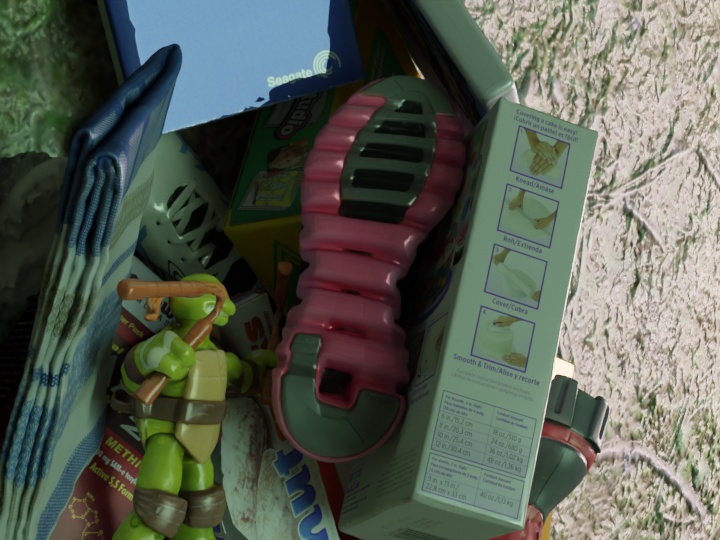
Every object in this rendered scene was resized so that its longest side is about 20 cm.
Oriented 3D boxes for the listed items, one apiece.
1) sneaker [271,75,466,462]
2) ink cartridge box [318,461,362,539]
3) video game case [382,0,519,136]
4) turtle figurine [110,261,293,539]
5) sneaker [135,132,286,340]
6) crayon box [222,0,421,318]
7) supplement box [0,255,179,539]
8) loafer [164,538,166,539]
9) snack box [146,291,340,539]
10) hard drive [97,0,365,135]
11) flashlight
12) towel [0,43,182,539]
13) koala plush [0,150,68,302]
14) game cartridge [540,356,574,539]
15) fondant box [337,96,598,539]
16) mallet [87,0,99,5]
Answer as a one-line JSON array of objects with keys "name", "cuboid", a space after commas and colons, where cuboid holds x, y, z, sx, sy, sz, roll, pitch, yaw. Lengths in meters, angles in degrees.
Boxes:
[{"name": "sneaker", "cuboid": [0.000, 0.000, 0.679, 0.095, 0.078, 0.201, 99, 7, -77]}, {"name": "ink cartridge box", "cuboid": [0.007, 0.137, 0.840, 0.200, 0.050, 0.163, 6, 63, -62]}, {"name": "video game case", "cuboid": [0.040, -0.140, 0.768, 0.023, 0.201, 0.182, -30, 159, 2]}, {"name": "turtle figurine", "cuboid": [-0.084, 0.069, 0.609, 0.200, 0.064, 0.163, 21, 75, -78]}, {"name": "sneaker", "cuboid": [-0.086, -0.014, 0.755, 0.072, 0.072, 0.200, -54, 132, -26]}, {"name": "crayon box", "cuboid": [0.000, -0.046, 0.810, 0.173, 0.058, 0.201, 57, 33, -40]}, {"name": "supplement box", "cuboid": [-0.152, 0.096, 0.685, 0.109, 0.061, 0.201, 44, 62, -28]}, {"name": "loafer", "cuboid": [-0.077, 0.155, 0.802, 0.199, 0.072, 0.064, 2, 91, -48]}, {"name": "snack box", "cuboid": [-0.054, 0.118, 0.713, 0.072, 0.024, 0.201, -27, 108, -41]}, {"name": "hard drive", "cuboid": [-0.079, -0.181, 0.687, 0.131, 0.025, 0.201, -18, 105, -23]}, {"name": "flashlight", "cuboid": [0.086, 0.159, 0.753, 0.068, 0.068, 0.201, 54, 49, -48]}, {"name": "towel", "cuboid": [-0.112, 0.016, 0.559, 0.147, 0.024, 0.201, -80, -173, -68]}, {"name": "koala plush", "cuboid": [-0.212, 0.018, 0.542, 0.184, 0.176, 0.201, 101, 5, -72]}, {"name": "game cartridge", "cuboid": [0.080, 0.142, 0.832, 0.176, 0.032, 0.202, 22, 73, -58]}, {"name": "fondant box", "cuboid": [0.052, 0.034, 0.677, 0.058, 0.144, 0.201, 16, 71, -10]}, {"name": "mallet", "cuboid": [-0.079, -0.193, 0.750, 0.200, 0.041, 0.066, -47, 149, -29]}]
